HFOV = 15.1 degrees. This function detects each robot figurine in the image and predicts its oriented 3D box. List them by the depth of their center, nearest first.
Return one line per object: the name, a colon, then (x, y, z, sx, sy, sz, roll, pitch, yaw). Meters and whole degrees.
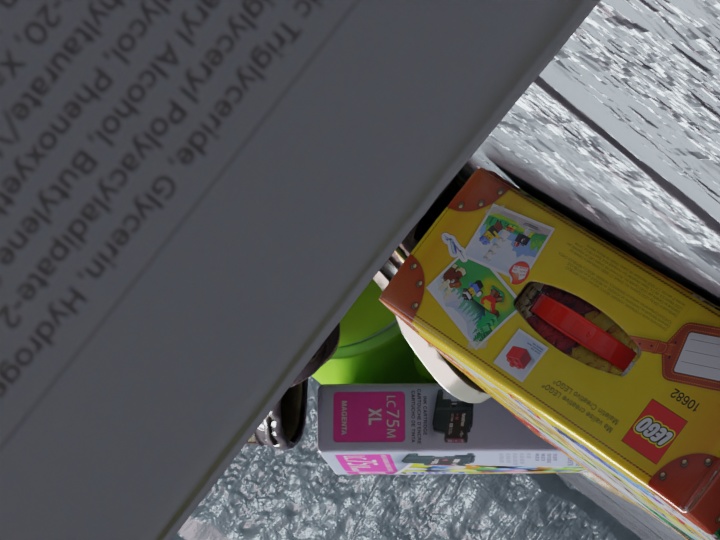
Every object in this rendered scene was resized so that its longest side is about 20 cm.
robot figurine: (0.000, 0.000, 1.390, 0.175, 0.116, 0.200, 41, 178, 27)

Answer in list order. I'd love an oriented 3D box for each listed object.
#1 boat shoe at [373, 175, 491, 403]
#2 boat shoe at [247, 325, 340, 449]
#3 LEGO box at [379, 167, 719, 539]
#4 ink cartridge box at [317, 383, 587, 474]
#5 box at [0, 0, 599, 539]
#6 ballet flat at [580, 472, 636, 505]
boat shoe: (0.023, -0.029, 1.260, 0.061, 0.072, 0.201, -26, 112, 38)
boat shoe: (-0.041, 0.023, 1.269, 0.065, 0.072, 0.200, 16, 145, 0)
LEGO box: (0.127, 0.056, 1.155, 0.200, 0.077, 0.149, 34, 176, 45)
ink cartridge box: (0.081, 0.080, 1.369, 0.200, 0.042, 0.119, -3, 171, 3)
box: (-0.077, -0.071, 0.506, 0.171, 0.200, 0.199, 41, 175, -18)
ballet flat: (0.187, 0.112, 1.498, 0.200, 0.068, 0.072, 37, 157, 3)
